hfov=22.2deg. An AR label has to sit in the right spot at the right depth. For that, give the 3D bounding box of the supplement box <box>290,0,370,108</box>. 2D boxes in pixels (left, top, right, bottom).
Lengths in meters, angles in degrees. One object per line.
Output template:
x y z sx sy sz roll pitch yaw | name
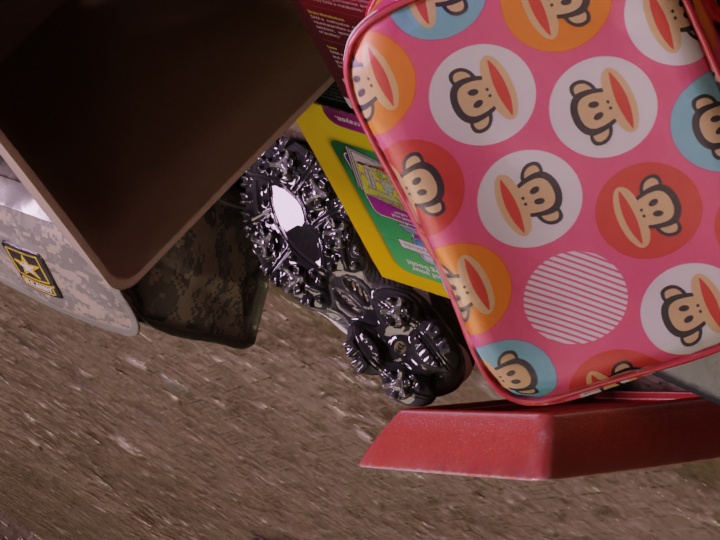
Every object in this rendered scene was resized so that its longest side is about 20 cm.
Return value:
0.013 -0.151 0.856 0.108 0.061 0.200 18 154 35 | supplement box

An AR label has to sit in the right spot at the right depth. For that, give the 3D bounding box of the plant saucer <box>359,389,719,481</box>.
0.129 0.096 1.108 0.198 0.037 0.199 -3 178 -30 | plant saucer

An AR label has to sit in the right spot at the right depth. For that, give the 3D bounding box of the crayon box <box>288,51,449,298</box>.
0.075 -0.040 1.002 0.199 0.058 0.173 19 155 34 | crayon box

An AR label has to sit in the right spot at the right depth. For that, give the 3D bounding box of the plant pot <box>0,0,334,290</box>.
-0.146 -0.150 0.938 0.177 0.200 0.200 31 162 41 | plant pot

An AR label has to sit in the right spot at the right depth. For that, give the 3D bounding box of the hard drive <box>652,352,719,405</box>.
0.153 -0.014 0.852 0.199 0.033 0.140 25 123 10 | hard drive

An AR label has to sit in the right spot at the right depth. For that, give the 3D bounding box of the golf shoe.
0.000 0.000 1.171 0.201 0.078 0.094 54 -157 13 | golf shoe

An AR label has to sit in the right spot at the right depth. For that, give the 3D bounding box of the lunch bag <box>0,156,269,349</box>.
-0.172 -0.026 1.234 0.163 0.119 0.199 20 -177 34 | lunch bag

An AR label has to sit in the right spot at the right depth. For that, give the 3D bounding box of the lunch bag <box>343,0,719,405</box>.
0.103 -0.055 0.775 0.175 0.082 0.201 -20 108 17 | lunch bag
